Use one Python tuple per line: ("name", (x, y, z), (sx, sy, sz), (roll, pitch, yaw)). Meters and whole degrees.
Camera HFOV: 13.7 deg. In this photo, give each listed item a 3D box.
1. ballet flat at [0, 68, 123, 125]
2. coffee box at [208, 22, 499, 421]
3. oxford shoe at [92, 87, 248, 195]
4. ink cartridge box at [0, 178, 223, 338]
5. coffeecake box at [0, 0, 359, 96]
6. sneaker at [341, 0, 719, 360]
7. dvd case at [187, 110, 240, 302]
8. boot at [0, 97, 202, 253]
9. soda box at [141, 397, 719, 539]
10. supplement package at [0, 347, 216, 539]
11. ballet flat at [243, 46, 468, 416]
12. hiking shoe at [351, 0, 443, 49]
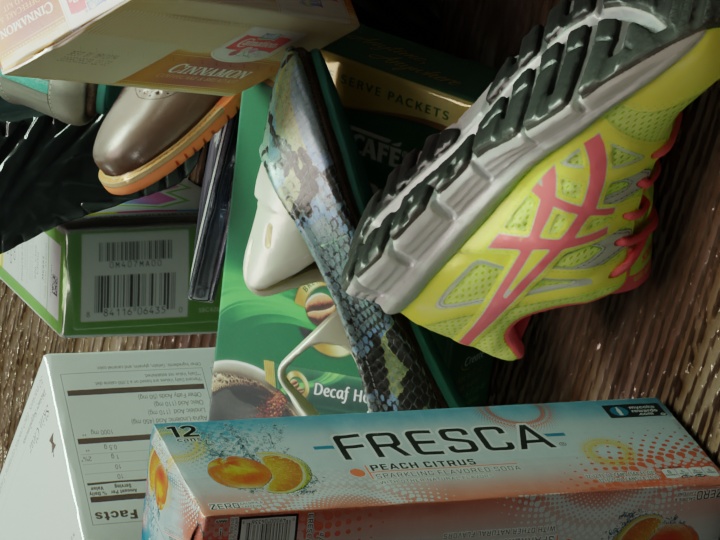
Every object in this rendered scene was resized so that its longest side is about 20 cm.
("ballet flat", (-0.112, -0.123, 1.346), (0.200, 0.063, 0.068), (-53, -24, -62))
("coffee box", (0.000, 0.000, 1.250), (0.123, 0.044, 0.201), (23, 118, 29))
("oxford shoe", (-0.068, -0.125, 1.274), (0.071, 0.073, 0.200), (4, 61, 54))
("ink cartridge box", (-0.135, -0.017, 1.591), (0.200, 0.103, 0.060), (-148, 59, -65))
("coffeecake box", (-0.098, -0.176, 1.166), (0.073, 0.153, 0.201), (-26, 76, 29))
("sneaker", (0.082, -0.036, 1.087), (0.200, 0.090, 0.078), (-41, 19, 41))
("dvd case", (-0.054, -0.106, 1.405), (0.200, 0.016, 0.149), (-85, 9, -45))
("boot", (-0.169, -0.064, 1.506), (0.168, 0.199, 0.077), (-98, -7, -77))
("soda box", (0.025, 0.091, 1.056), (0.068, 0.199, 0.064), (-126, 39, -57))
("supplement package", (-0.088, 0.136, 1.413), (0.200, 0.155, 0.111), (116, 145, -49))
("ballet flat", (-0.009, 0.013, 1.181), (0.201, 0.074, 0.074), (67, 158, -2))
("hiking shoe", (-0.011, -0.058, 1.333), (0.087, 0.074, 0.201), (-106, 31, -57))
